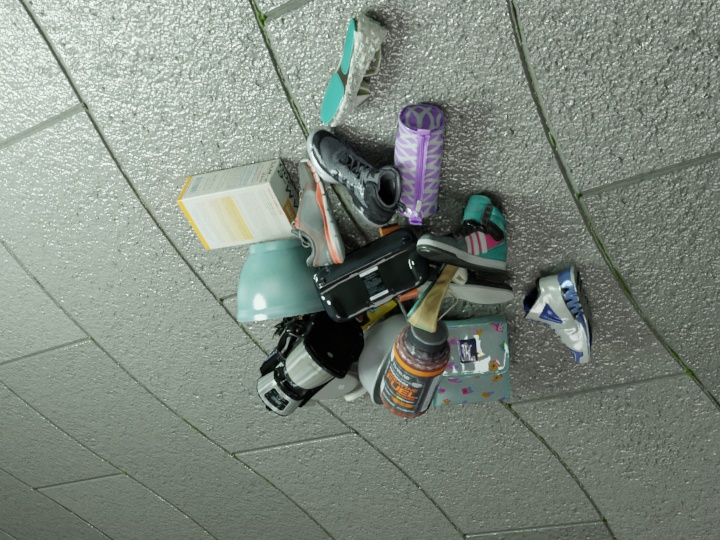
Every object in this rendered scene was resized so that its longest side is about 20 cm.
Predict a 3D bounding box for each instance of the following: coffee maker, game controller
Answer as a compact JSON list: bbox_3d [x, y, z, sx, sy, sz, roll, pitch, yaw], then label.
[{"bbox_3d":[-0.088,0.172,1.631,0.200,0.191,0.136,-40,78,40],"label":"coffee maker"},{"bbox_3d":[0.019,0.010,1.444,0.197,0.042,0.106,-26,98,9],"label":"game controller"}]

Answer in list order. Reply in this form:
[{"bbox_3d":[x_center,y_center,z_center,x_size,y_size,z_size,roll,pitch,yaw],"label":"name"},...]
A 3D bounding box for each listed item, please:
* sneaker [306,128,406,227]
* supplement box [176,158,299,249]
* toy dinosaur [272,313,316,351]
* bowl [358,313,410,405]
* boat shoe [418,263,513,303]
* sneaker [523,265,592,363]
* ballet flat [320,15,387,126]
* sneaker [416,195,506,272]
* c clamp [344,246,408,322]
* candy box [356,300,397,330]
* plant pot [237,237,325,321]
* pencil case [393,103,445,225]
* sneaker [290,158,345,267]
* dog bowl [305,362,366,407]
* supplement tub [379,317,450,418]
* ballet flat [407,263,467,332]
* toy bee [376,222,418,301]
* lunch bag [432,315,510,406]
[{"bbox_3d":[0.001,-0.164,1.393,0.200,0.076,0.113,49,156,-12],"label":"sneaker"},{"bbox_3d":[-0.216,-0.119,1.539,0.197,0.074,0.127,-7,132,22],"label":"supplement box"},{"bbox_3d":[-0.116,0.104,1.740,0.135,0.102,0.201,31,97,-37],"label":"toy dinosaur"},{"bbox_3d":[0.056,0.162,1.690,0.090,0.200,0.203,33,143,25],"label":"bowl"},{"bbox_3d":[0.189,0.021,1.578,0.196,0.061,0.074,3,154,14],"label":"boat shoe"},{"bbox_3d":[0.369,0.079,1.581,0.113,0.081,0.201,-6,125,26],"label":"sneaker"},{"bbox_3d":[-0.007,-0.301,1.309,0.071,0.072,0.201,20,136,-5],"label":"ballet flat"},{"bbox_3d":[0.181,-0.071,1.436,0.198,0.123,0.083,12,172,-40],"label":"sneaker"},{"bbox_3d":[0.000,0.000,1.535,0.198,0.172,0.027,29,110,-28],"label":"c clamp"},{"bbox_3d":[-0.029,0.027,1.650,0.102,0.027,0.199,-39,113,26],"label":"candy box"},{"bbox_3d":[-0.137,0.010,1.540,0.197,0.200,0.137,-8,92,22],"label":"plant pot"},{"bbox_3d":[0.095,-0.174,1.390,0.082,0.086,0.202,5,135,7],"label":"pencil case"},{"bbox_3d":[-0.088,-0.098,1.438,0.081,0.203,0.077,-19,157,4],"label":"sneaker"},{"bbox_3d":[-0.077,0.231,1.816,0.196,0.060,0.201,-7,152,-4],"label":"dog bowl"},{"bbox_3d":[0.103,0.173,1.546,0.105,0.108,0.202,15,133,0],"label":"supplement tub"},{"bbox_3d":[0.153,0.024,1.496,0.062,0.201,0.069,32,160,3],"label":"ballet flat"},{"bbox_3d":[0.068,-0.043,1.511,0.128,0.204,0.109,7,173,0],"label":"toy bee"},{"bbox_3d":[0.211,0.170,1.666,0.167,0.123,0.202,-5,137,4],"label":"lunch bag"}]
